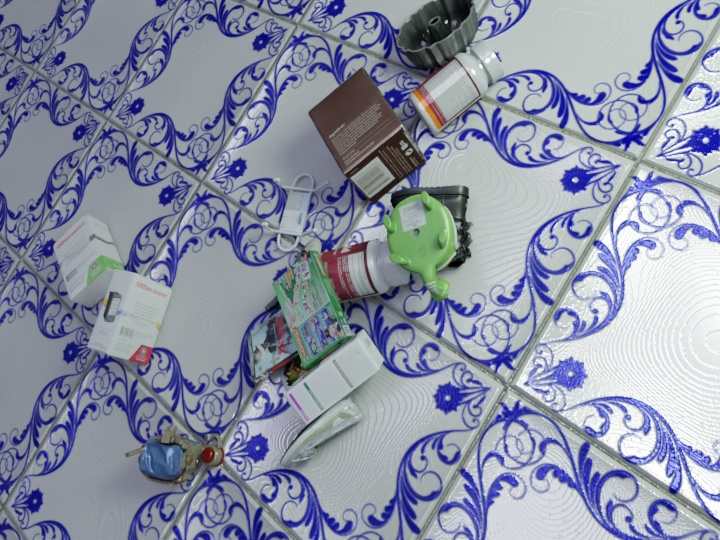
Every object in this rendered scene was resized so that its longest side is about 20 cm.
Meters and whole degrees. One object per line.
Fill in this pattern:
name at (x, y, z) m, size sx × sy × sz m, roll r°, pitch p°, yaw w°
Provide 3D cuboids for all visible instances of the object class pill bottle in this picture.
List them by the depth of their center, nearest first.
pill bottle at (0.000, 0.000, 1.350) m, size 0.195 × 0.114 × 0.117 m, roll -13°, pitch 68°, yaw 21°
pill bottle at (0.211, -0.404, 1.385) m, size 0.198 × 0.109 × 0.111 m, roll -37°, pitch 61°, yaw 10°

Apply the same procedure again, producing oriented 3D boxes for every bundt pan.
bundt pan at (0.183, -0.541, 1.440) m, size 0.198 × 0.076 × 0.205 m, roll -21°, pitch 44°, yaw 21°

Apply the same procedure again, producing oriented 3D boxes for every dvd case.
dvd case at (-0.169, 0.146, 1.410) m, size 0.198 × 0.022 × 0.148 m, roll -35°, pitch 40°, yaw 14°

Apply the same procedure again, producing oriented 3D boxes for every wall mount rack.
wall mount rack at (-0.146, -0.147, 1.494) m, size 0.170 × 0.074 × 0.205 m, roll 8°, pitch 77°, yaw 28°

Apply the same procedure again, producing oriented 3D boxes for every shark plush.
shark plush at (-0.147, 0.020, 1.465) m, size 0.203 × 0.089 × 0.084 m, roll -60°, pitch 34°, yaw 16°

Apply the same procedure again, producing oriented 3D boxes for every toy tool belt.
toy tool belt at (-0.419, 0.416, 1.411) m, size 0.195 × 0.123 × 0.128 m, roll -7°, pitch 70°, yaw 23°

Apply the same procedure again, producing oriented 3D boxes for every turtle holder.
turtle holder at (0.137, -0.052, 1.222) m, size 0.141 × 0.131 × 0.186 m, roll -47°, pitch 64°, yaw 13°

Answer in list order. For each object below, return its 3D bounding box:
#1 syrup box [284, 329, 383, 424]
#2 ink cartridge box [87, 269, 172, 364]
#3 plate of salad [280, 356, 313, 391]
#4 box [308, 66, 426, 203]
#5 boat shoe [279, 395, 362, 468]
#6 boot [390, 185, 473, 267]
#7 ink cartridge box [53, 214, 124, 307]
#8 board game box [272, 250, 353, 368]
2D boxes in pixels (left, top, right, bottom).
syrup box at (-0.053, 0.217, 1.284) m, size 0.198 × 0.079 × 0.082 m, roll -37°, pitch 90°, yaw 12°
ink cartridge box at (-0.574, 0.118, 1.573) m, size 0.084 × 0.147 × 0.205 m, roll 8°, pitch 76°, yaw 26°
plate of salad at (-0.096, 0.195, 1.371) m, size 0.195 × 0.048 × 0.206 m, roll -8°, pitch 70°, yaw 23°
box at (0.016, -0.301, 1.413) m, size 0.163 × 0.165 × 0.203 m, roll -36°, pitch 62°, yaw 11°
boat shoe at (-0.085, 0.344, 1.303) m, size 0.201 × 0.074 × 0.065 m, roll -43°, pitch 87°, yaw -1°
boot at (0.148, -0.091, 1.338) m, size 0.193 × 0.073 × 0.167 m, roll -1°, pitch 78°, yaw 27°
ink cartridge box at (-0.754, -0.027, 1.746) m, size 0.144 × 0.084 × 0.202 m, roll -38°, pitch 61°, yaw 9°
board game box at (-0.104, 0.081, 1.313) m, size 0.134 × 0.029 × 0.204 m, roll -37°, pitch 67°, yaw 33°
